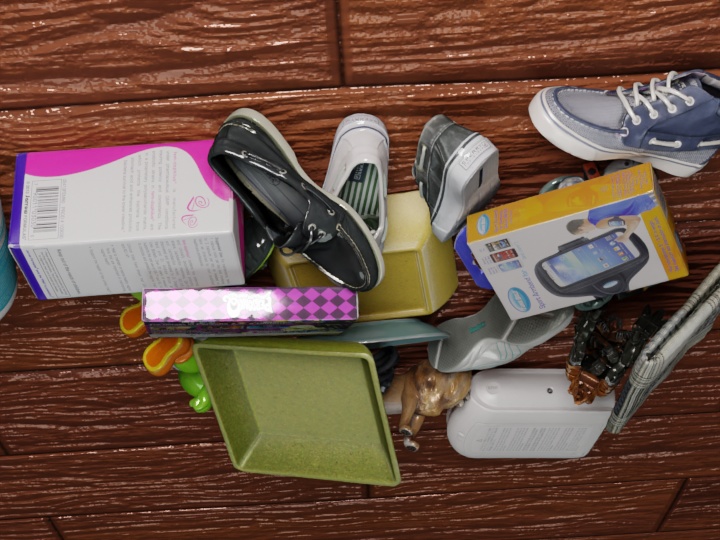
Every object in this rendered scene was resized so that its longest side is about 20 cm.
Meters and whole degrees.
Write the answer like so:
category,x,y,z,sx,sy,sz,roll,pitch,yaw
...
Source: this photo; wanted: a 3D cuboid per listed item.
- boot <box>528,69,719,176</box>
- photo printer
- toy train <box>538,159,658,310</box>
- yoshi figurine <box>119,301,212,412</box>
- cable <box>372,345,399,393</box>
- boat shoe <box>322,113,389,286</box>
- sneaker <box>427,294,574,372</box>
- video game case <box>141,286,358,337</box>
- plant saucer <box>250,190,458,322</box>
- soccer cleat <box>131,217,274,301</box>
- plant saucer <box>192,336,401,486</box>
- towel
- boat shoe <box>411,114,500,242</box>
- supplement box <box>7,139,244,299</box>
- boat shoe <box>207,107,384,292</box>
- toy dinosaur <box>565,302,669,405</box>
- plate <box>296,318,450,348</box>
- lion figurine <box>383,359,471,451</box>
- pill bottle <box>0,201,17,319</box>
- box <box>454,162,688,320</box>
category,x,y,z,sx,sy,sz,roll,pitch,yaw
boot,0.244,-0.142,1.104,0.198,0.074,0.090,6,142,-32
photo printer,0.210,0.185,1.645,0.197,0.070,0.167,0,150,-6
toy train,0.245,-0.038,1.267,0.113,0.086,0.201,-22,145,4
yoshi figurine,-0.189,0.099,1.424,0.111,0.114,0.200,5,168,28
cable,-0.039,0.118,1.459,0.161,0.052,0.200,-1,169,-13
boat shoe,-0.011,-0.047,1.183,0.072,0.067,0.202,1,134,-1
sneaker,0.168,0.066,1.452,0.080,0.071,0.199,11,154,-41
video game case,-0.109,0.041,1.241,0.197,0.036,0.181,0,173,-7
plant saucer,0.000,0.000,1.330,0.197,0.049,0.201,-7,149,5
soccer cleat,-0.168,-0.013,1.265,0.198,0.068,0.081,-18,141,35
plant saucer,-0.059,0.139,1.361,0.197,0.048,0.202,3,132,18
towel,0.349,0.078,1.395,0.034,0.200,0.193,38,155,18
boat shoe,0.084,-0.089,1.168,0.072,0.071,0.200,-41,167,-14
supplement box,-0.208,-0.046,1.175,0.197,0.103,0.104,-4,150,2
boat shoe,-0.060,-0.048,1.123,0.074,0.066,0.200,-26,107,40
toy dinosaur,0.269,0.095,1.408,0.101,0.201,0.137,17,120,-8
plate,0.001,0.073,1.425,0.197,0.026,0.200,-6,174,-1
lion figurine,0.036,0.154,1.565,0.197,0.124,0.073,1,143,25
pill bottle,-0.383,-0.011,1.207,0.109,0.112,0.201,0,149,-7
box,0.188,-0.020,1.173,0.198,0.042,0.119,-18,134,20
